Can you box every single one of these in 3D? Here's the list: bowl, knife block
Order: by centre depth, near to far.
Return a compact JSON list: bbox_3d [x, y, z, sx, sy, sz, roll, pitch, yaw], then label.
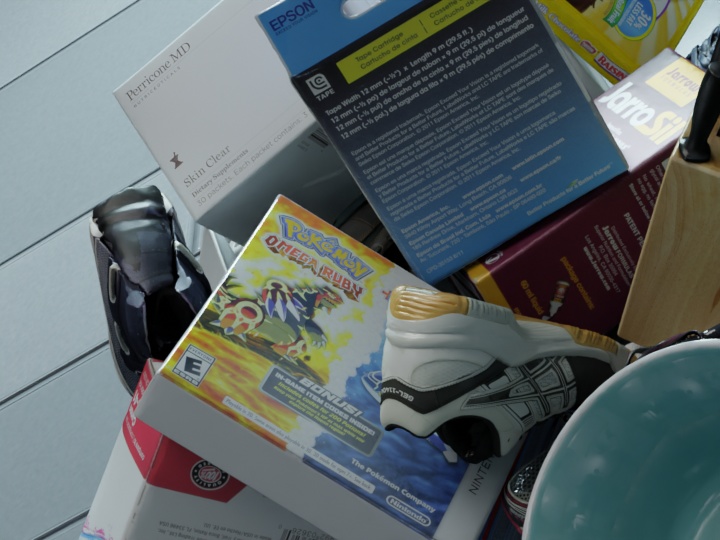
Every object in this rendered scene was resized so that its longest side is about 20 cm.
[{"bbox_3d":[0.190,0.145,1.210,0.200,0.105,0.202,-16,62,34],"label":"bowl"},{"bbox_3d":[0.195,-0.054,1.344,0.200,0.176,0.064,-16,31,41],"label":"knife block"}]

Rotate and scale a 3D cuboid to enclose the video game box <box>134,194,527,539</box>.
[{"bbox_3d":[-0.002,0.067,1.374,0.047,0.200,0.182,-59,0,39],"label":"video game box"}]

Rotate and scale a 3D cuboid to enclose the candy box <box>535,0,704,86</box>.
[{"bbox_3d":[0.188,-0.205,1.639,0.026,0.102,0.200,-40,12,46],"label":"candy box"}]

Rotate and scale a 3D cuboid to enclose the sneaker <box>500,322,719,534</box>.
[{"bbox_3d":[0.159,0.079,1.320,0.200,0.075,0.081,-33,34,20],"label":"sneaker"}]

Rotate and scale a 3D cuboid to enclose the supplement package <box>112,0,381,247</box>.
[{"bbox_3d":[-0.025,-0.116,1.540,0.200,0.156,0.111,-40,66,10],"label":"supplement package"}]

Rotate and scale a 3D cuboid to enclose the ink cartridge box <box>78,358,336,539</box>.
[{"bbox_3d":[-0.086,0.169,1.420,0.201,0.147,0.086,-67,24,16],"label":"ink cartridge box"}]

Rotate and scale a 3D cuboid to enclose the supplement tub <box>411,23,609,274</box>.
[{"bbox_3d":[0.066,-0.096,1.656,0.200,0.132,0.132,-37,31,12],"label":"supplement tub"}]

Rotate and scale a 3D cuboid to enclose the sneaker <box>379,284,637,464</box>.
[{"bbox_3d":[0.077,0.065,1.347,0.075,0.200,0.088,10,88,45],"label":"sneaker"}]

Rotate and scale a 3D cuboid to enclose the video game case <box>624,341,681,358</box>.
[{"bbox_3d":[0.229,0.084,1.339,0.200,0.036,0.182,-23,36,30],"label":"video game case"}]

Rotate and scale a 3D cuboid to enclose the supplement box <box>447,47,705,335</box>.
[{"bbox_3d":[0.151,-0.037,1.498,0.200,0.086,0.110,-35,28,-4],"label":"supplement box"}]

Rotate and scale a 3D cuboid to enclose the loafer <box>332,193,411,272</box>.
[{"bbox_3d":[0.000,0.000,1.523,0.063,0.072,0.200,37,44,20],"label":"loafer"}]

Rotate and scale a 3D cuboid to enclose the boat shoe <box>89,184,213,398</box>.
[{"bbox_3d":[-0.116,0.049,1.470,0.074,0.200,0.093,-20,46,-4],"label":"boat shoe"}]

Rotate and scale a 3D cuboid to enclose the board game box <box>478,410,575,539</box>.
[{"bbox_3d":[0.060,0.132,1.474,0.200,0.037,0.152,-10,43,42],"label":"board game box"}]

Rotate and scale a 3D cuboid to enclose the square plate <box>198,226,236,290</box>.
[{"bbox_3d":[-0.083,0.098,1.591,0.200,0.028,0.199,-121,36,-58],"label":"square plate"}]

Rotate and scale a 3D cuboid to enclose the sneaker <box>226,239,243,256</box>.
[{"bbox_3d":[-0.043,-0.004,1.735,0.081,0.075,0.200,-33,33,-9],"label":"sneaker"}]

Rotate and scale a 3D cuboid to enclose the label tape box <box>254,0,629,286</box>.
[{"bbox_3d":[0.046,-0.111,1.417,0.143,0.200,0.066,-30,23,7],"label":"label tape box"}]

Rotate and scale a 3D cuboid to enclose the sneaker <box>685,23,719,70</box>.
[{"bbox_3d":[0.259,-0.165,1.561,0.200,0.085,0.075,-30,33,21],"label":"sneaker"}]
